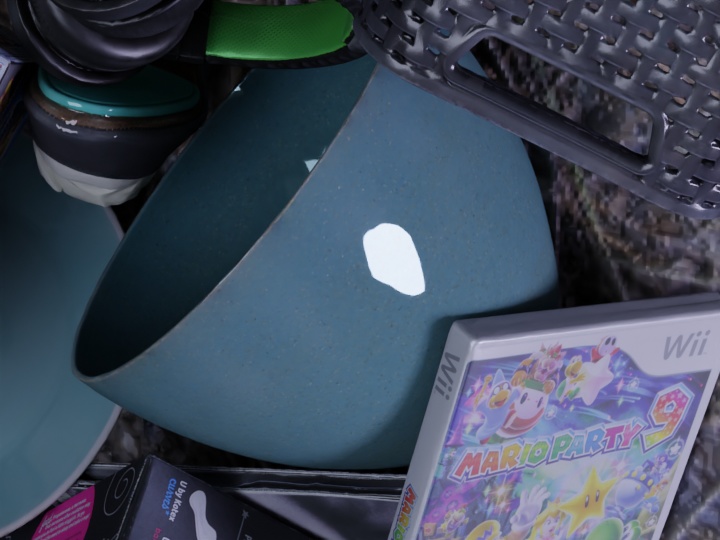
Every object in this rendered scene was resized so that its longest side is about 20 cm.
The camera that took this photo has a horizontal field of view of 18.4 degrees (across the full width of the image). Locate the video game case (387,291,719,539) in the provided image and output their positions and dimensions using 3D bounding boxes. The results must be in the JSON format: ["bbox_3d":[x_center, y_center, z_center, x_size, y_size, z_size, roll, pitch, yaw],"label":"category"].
[{"bbox_3d":[0.068,0.104,0.881,0.018,0.143,0.201,40,124,43],"label":"video game case"}]

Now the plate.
[{"bbox_3d":[-0.192,0.027,0.971,0.199,0.026,0.201,-1,76,4],"label":"plate"}]

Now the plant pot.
[{"bbox_3d":[0.000,0.000,0.880,0.135,0.200,0.200,38,125,-17],"label":"plant pot"}]

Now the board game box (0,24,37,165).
[{"bbox_3d":[-0.188,-0.033,0.866,0.062,0.200,0.201,30,79,-4],"label":"board game box"}]

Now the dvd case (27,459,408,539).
[{"bbox_3d":[-0.025,0.124,0.959,0.199,0.016,0.149,0,149,32],"label":"dvd case"}]

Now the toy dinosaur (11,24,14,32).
[{"bbox_3d":[-0.138,-0.190,0.973,0.102,0.077,0.201,32,137,38],"label":"toy dinosaur"}]

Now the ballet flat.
[{"bbox_3d":[-0.096,-0.065,0.904,0.073,0.200,0.073,2,111,4],"label":"ballet flat"}]

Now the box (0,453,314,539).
[{"bbox_3d":[-0.104,0.182,0.943,0.114,0.133,0.200,29,148,-20],"label":"box"}]

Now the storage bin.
[{"bbox_3d":[0.088,-0.119,0.751,0.135,0.200,0.094,26,118,-3],"label":"storage bin"}]

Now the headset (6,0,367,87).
[{"bbox_3d":[-0.087,-0.121,0.777,0.199,0.123,0.094,9,78,-11],"label":"headset"}]
